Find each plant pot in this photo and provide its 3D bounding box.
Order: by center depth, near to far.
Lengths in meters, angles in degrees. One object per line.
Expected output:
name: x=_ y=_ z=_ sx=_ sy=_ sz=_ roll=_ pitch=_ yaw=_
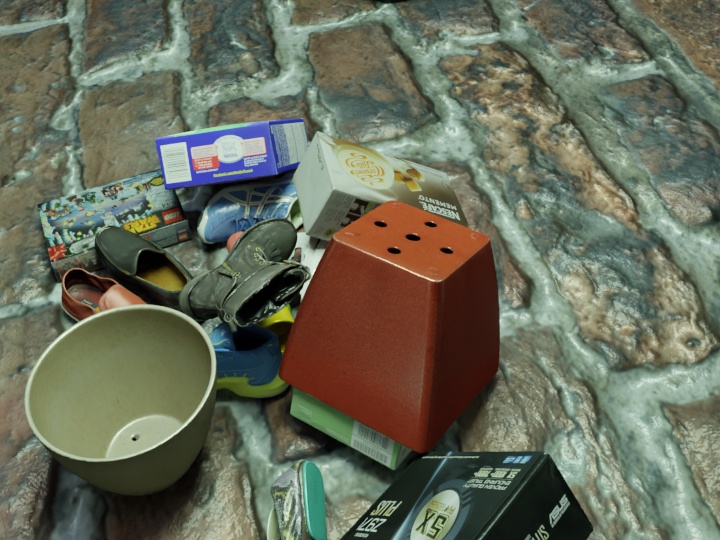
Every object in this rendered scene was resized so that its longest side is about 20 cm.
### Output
plant pot: x=0.045 y=0.041 z=0.948 sx=0.197 sy=0.180 sz=0.199 roll=22 pitch=33 yaw=25

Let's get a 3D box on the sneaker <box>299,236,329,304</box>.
sneaker: x=-0.028 y=-0.011 z=1.071 sx=0.079 sy=0.077 sz=0.203 roll=12 pitch=48 yaw=3

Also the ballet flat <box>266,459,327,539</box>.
ballet flat: x=-0.060 y=0.290 z=0.855 sx=0.070 sy=0.073 sz=0.203 roll=-8 pitch=45 yaw=-5

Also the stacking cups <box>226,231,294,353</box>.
stacking cups: x=-0.131 y=0.019 z=1.123 sx=0.059 sy=0.061 sz=0.202 roll=-15 pitch=45 yaw=-11

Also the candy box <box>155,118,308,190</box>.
candy box: x=-0.174 y=-0.170 z=1.224 sx=0.165 sy=0.079 sz=0.200 roll=-6 pitch=9 yaw=11

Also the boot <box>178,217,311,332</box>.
boot: x=-0.108 y=0.006 z=0.990 sx=0.200 sy=0.070 sz=0.173 roll=-43 pitch=23 yaw=-29

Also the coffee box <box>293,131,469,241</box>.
coffee box: x=0.025 y=-0.085 z=1.070 sx=0.196 sy=0.080 sz=0.116 roll=14 pitch=39 yaw=-27

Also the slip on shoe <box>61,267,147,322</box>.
slip on shoe: x=-0.312 y=0.053 z=1.100 sx=0.197 sy=0.062 sz=0.074 roll=24 pitch=49 yaw=23

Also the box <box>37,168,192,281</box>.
box: x=-0.358 y=-0.071 z=1.242 sx=0.196 sy=0.040 sz=0.138 roll=-19 pitch=48 yaw=-16

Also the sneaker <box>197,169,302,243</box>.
sneaker: x=-0.137 y=-0.085 z=1.215 sx=0.197 sy=0.077 sz=0.077 roll=-23 pitch=43 yaw=-17

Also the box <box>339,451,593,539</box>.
box: x=0.082 y=0.251 z=0.779 sx=0.163 sy=0.087 sz=0.199 roll=-40 pitch=11 yaw=-31

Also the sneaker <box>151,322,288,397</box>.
sneaker: x=-0.179 y=0.098 z=1.014 sx=0.195 sy=0.107 sz=0.077 roll=-3 pitch=44 yaw=-1

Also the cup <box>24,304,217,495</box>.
cup: x=-0.244 y=0.161 z=0.928 sx=0.195 sy=0.145 sz=0.203 roll=-1 pitch=44 yaw=1

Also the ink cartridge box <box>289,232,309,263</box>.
ink cartridge box: x=0.000 y=0.000 z=1.141 sx=0.195 sy=0.051 sz=0.110 roll=-2 pitch=45 yaw=3

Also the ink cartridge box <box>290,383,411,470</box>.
ink cartridge box: x=0.030 y=0.134 z=1.009 sx=0.143 sy=0.049 sz=0.199 roll=23 pitch=31 yaw=23

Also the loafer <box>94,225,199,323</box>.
loafer: x=-0.279 y=-0.009 z=1.128 sx=0.198 sy=0.073 sz=0.073 roll=31 pitch=62 yaw=19
